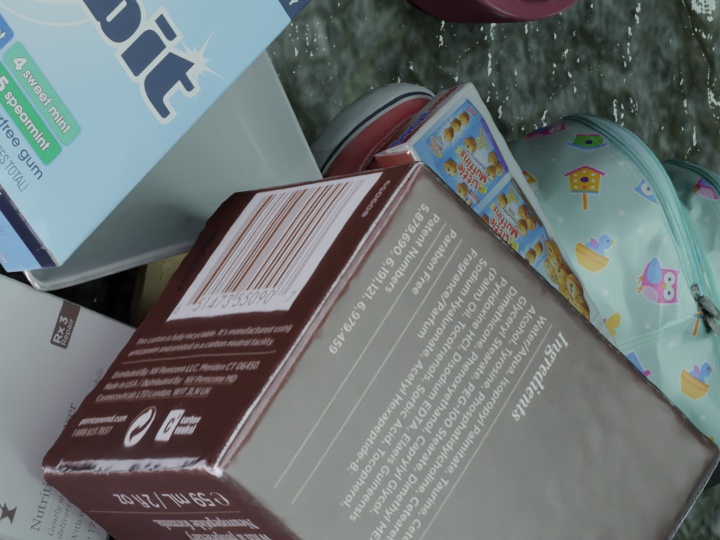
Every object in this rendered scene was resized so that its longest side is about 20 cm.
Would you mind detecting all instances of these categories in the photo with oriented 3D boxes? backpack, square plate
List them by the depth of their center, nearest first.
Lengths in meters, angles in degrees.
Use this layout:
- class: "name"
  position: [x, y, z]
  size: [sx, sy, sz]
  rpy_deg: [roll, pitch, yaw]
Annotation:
- class: "square plate"
  position: [-0.120, -0.094, 1.336]
  size: [0.198, 0.028, 0.200]
  rpy_deg: [-16, 78, -47]
- class: "backpack"
  position: [0.134, 0.014, 1.562]
  size: [0.153, 0.176, 0.200]
  rpy_deg: [-29, 109, -10]

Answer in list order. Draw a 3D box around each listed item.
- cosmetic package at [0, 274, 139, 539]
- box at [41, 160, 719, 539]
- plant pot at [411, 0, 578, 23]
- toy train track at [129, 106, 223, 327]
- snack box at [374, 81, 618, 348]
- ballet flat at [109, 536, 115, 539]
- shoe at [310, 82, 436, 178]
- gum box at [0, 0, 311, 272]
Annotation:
- class: "cosmetic package"
  position: [-0.189, 0.049, 1.265]
  size: [0.200, 0.081, 0.113]
  rpy_deg: [22, 81, -49]
- class: "box"
  position: [0.008, 0.082, 1.260]
  size: [0.200, 0.166, 0.164]
  rpy_deg: [43, 66, -21]
- class: "plant pot"
  position: [0.118, -0.230, 1.537]
  size: [0.200, 0.179, 0.201]
  rpy_deg: [-5, 97, -49]
- class: "toy train track"
  position: [-0.064, -0.020, 1.437]
  size: [0.200, 0.033, 0.115]
  rpy_deg: [11, 94, -39]
- class: "snack box"
  position: [0.078, 0.011, 1.430]
  size: [0.200, 0.024, 0.072]
  rpy_deg: [60, 40, -13]
- class: "ballet flat"
  position: [-0.144, 0.161, 1.364]
  size: [0.066, 0.057, 0.200]
  rpy_deg: [47, 50, -17]
- class: "shoe"
  position: [0.000, 0.000, 1.411]
  size: [0.200, 0.091, 0.071]
  rpy_deg: [-54, 128, -14]
- class: "gum box"
  position: [-0.125, -0.128, 1.244]
  size: [0.200, 0.044, 0.170]
  rpy_deg: [-49, 117, -31]
